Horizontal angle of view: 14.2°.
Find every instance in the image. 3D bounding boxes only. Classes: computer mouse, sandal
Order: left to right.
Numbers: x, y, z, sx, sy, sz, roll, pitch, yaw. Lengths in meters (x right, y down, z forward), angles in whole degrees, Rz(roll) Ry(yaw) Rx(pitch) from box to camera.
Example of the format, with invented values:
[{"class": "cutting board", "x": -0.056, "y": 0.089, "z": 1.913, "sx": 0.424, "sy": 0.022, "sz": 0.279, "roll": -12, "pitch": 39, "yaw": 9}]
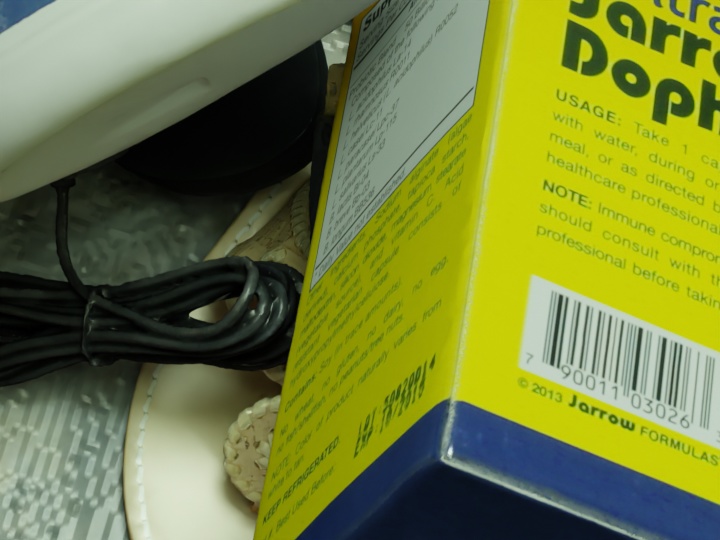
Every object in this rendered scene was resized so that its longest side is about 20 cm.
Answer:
[{"class": "sandal", "x": -0.080, "y": -0.104, "z": 0.836, "sx": 0.076, "sy": 0.043, "sz": 0.201, "roll": -35, "pitch": 72, "yaw": 6}, {"class": "computer mouse", "x": -0.064, "y": -0.067, "z": 0.779, "sx": 0.139, "sy": 0.046, "sz": 0.202, "roll": 2, "pitch": 86, "yaw": 23}, {"class": "sandal", "x": -0.005, "y": -0.003, "z": 0.811, "sx": 0.077, "sy": 0.070, "sz": 0.213, "roll": 26, "pitch": 67, "yaw": 0}]

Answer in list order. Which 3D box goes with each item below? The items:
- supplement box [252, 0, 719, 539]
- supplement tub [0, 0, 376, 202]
[{"class": "supplement box", "x": 0.054, "y": 0.001, "z": 0.685, "sx": 0.109, "sy": 0.109, "sz": 0.201, "roll": 22, "pitch": 54, "yaw": -16}, {"class": "supplement tub", "x": -0.088, "y": -0.131, "z": 0.689, "sx": 0.144, "sy": 0.145, "sz": 0.201, "roll": -27, "pitch": 89, "yaw": -19}]
